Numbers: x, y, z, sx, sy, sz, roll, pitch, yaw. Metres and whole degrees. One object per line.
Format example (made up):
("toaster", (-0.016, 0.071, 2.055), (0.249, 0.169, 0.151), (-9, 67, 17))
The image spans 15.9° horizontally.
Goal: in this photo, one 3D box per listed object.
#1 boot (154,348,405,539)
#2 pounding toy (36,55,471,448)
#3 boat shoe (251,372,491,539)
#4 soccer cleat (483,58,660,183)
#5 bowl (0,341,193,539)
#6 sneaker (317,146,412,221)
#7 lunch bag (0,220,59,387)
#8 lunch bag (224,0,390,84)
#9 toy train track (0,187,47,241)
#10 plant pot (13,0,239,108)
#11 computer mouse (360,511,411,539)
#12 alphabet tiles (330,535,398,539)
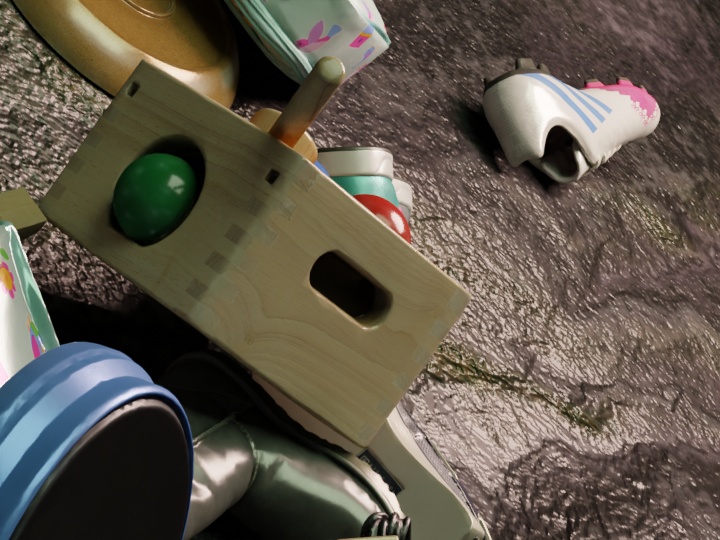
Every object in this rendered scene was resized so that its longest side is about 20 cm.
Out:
("boot", (-0.079, 0.120, 1.285), (0.181, 0.073, 0.200), (37, 19, 11))
("pounding toy", (-0.049, -0.030, 1.335), (0.184, 0.143, 0.200), (32, -5, 46))
("boat shoe", (0.011, 0.118, 1.437), (0.200, 0.074, 0.093), (55, -1, 36))
("soccer cleat", (0.163, -0.101, 1.947), (0.199, 0.070, 0.087), (6, 63, -49))
("bowl", (-0.129, 0.129, 1.049), (0.039, 0.202, 0.200), (21, 21, 19))
("sneaker", (0.000, 0.000, 1.552), (0.200, 0.083, 0.122), (53, 35, -81))
("lunch bag", (-0.189, 0.096, 1.109), (0.170, 0.121, 0.201), (-25, 94, -66))
("lunch bag", (-0.068, -0.213, 1.695), (0.200, 0.077, 0.160), (52, 6, 7))
("toy train track", (-0.235, -0.005, 1.278), (0.115, 0.033, 0.200), (53, 35, 13))
("plant pot", (-0.149, -0.178, 1.635), (0.200, 0.027, 0.201), (35, 29, -22))
("computer mouse", (-0.014, 0.202, 1.246), (0.200, 0.044, 0.110), (-39, 129, -53))
("alphabet tiles", (-0.031, 0.208, 1.177), (0.199, 0.006, 0.168), (-1, 75, -25))
